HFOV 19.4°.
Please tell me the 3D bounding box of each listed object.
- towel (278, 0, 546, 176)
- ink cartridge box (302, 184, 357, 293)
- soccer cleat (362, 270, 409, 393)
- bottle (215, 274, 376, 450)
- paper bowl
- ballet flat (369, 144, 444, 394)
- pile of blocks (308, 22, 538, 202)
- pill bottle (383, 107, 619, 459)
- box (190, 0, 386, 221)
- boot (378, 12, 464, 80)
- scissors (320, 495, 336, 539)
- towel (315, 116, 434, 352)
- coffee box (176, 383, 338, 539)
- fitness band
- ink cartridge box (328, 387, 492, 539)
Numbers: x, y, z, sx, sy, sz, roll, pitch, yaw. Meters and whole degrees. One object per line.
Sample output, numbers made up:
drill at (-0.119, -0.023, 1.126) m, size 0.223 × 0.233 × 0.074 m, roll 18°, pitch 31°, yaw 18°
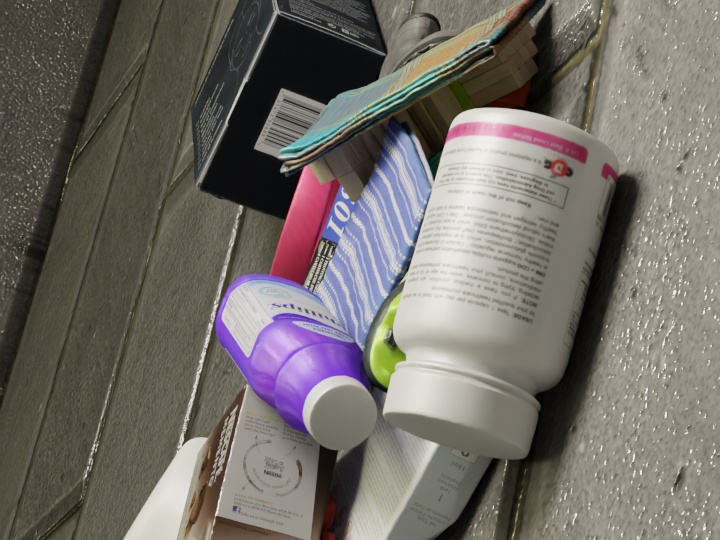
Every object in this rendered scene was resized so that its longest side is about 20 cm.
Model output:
towel at (0.038, -0.144, 1.583) m, size 0.199 × 0.022 × 0.147 m, roll -28°, pitch 11°, yaw 28°
ink cartridge box at (0.006, 0.000, 1.670) m, size 0.094 × 0.044 × 0.201 m, roll 24°, pitch 93°, yaw 48°
soccer cleat at (0.053, 0.022, 1.450) m, size 0.081 × 0.067 × 0.200 m, roll -46°, pitch 7°, yaw 50°
bottle at (-0.040, 0.063, 1.446) m, size 0.066 × 0.083 × 0.200 m, roll -68°, pitch 22°, yaw 11°
paper bowl at (-0.130, 0.217, 1.707) m, size 0.201 × 0.104 × 0.201 m, roll -59°, pitch 0°, yaw 0°
ballet flat at (0.045, -0.001, 1.572) m, size 0.201 × 0.075 × 0.064 m, roll -65°, pitch -18°, yaw -4°
pile of blocks at (0.058, -0.111, 1.605) m, size 0.199 × 0.062 × 0.082 m, roll -30°, pitch 10°, yaw 18°
pill bottle at (0.085, 0.009, 1.326) m, size 0.113 × 0.113 × 0.201 m, roll 158°, pitch 130°, yaw -69°
box at (-0.076, -0.185, 2.083) m, size 0.197 × 0.123 × 0.201 m, roll -104°, pitch 37°, yaw -61°
boot at (0.047, -0.169, 1.753) m, size 0.200 × 0.069 × 0.132 m, roll 129°, pitch 157°, yaw -50°
scissors at (-0.058, 0.252, 1.501) m, size 0.073 × 0.014 × 0.201 m, roll -106°, pitch 37°, yaw -63°
towel at (0.000, 0.000, 1.534) m, size 0.145 × 0.024 × 0.201 m, roll -108°, pitch 39°, yaw -63°
coffee box at (-0.081, 0.196, 1.462) m, size 0.113 × 0.079 × 0.201 m, roll 126°, pitch 161°, yaw -51°
fitness band at (-0.043, -0.032, 1.781) m, size 0.200 × 0.037 × 0.144 m, roll 106°, pitch -177°, yaw -52°
ink cartridge box at (0.025, 0.153, 1.462) m, size 0.201 × 0.050 × 0.162 m, roll -65°, pitch 17°, yaw 14°
